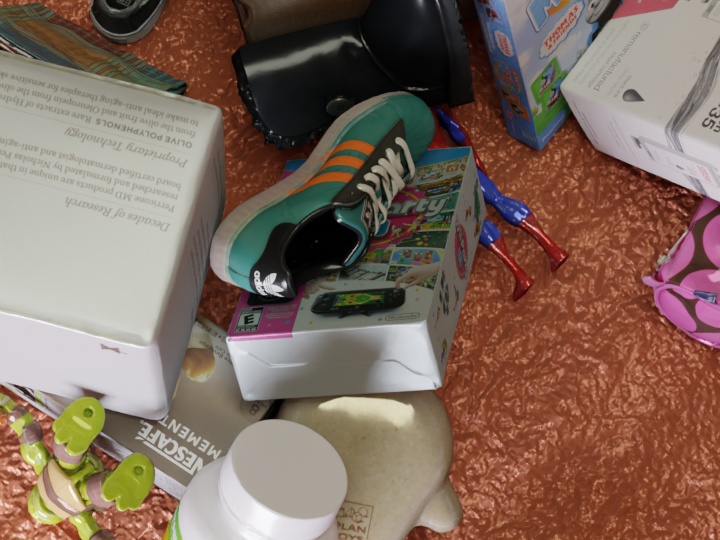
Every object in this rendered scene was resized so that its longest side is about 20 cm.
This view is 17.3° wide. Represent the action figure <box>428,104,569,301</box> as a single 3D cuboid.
[{"bbox_3d":[0.071,-0.068,1.775,0.065,0.052,0.200,-36,81,-18],"label":"action figure"}]

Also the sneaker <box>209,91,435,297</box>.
[{"bbox_3d":[-0.007,-0.046,1.622,0.080,0.072,0.200,26,58,41],"label":"sneaker"}]

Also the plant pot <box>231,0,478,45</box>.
[{"bbox_3d":[-0.010,-0.258,1.754,0.197,0.200,0.202,-16,76,-2],"label":"plant pot"}]

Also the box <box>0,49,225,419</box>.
[{"bbox_3d":[-0.203,-0.022,1.575,0.198,0.199,0.173,13,73,1],"label":"box"}]

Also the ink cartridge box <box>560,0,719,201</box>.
[{"bbox_3d":[0.271,-0.136,1.737,0.199,0.083,0.147,27,73,42],"label":"ink cartridge box"}]

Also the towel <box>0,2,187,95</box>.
[{"bbox_3d":[-0.206,-0.154,1.702,0.146,0.200,0.022,29,102,2],"label":"towel"}]

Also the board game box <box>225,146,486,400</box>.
[{"bbox_3d":[0.000,0.000,1.668,0.146,0.065,0.201,-4,37,17],"label":"board game box"}]

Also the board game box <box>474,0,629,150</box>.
[{"bbox_3d":[0.152,-0.201,1.742,0.036,0.200,0.152,32,73,27],"label":"board game box"}]

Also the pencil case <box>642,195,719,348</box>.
[{"bbox_3d":[0.293,-0.045,1.771,0.093,0.091,0.201,30,71,2],"label":"pencil case"}]

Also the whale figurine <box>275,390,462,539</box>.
[{"bbox_3d":[-0.006,0.159,1.693,0.158,0.104,0.202,9,98,-3],"label":"whale figurine"}]

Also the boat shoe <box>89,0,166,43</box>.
[{"bbox_3d":[-0.154,-0.272,1.799,0.071,0.068,0.201,24,74,1],"label":"boat shoe"}]

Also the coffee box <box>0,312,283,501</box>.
[{"bbox_3d":[-0.162,0.074,1.696,0.199,0.080,0.115,33,74,4],"label":"coffee box"}]

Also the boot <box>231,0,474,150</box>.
[{"bbox_3d":[-0.009,-0.158,1.671,0.167,0.200,0.077,-14,65,1],"label":"boot"}]

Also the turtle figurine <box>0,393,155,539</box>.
[{"bbox_3d":[-0.194,0.155,1.646,0.064,0.161,0.201,-25,84,-31],"label":"turtle figurine"}]

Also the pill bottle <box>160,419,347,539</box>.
[{"bbox_3d":[-0.080,0.194,1.597,0.110,0.201,0.112,15,43,-14],"label":"pill bottle"}]
